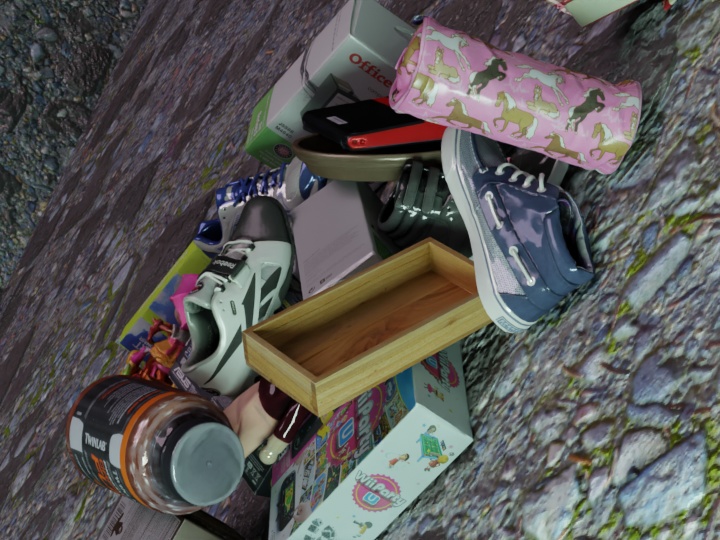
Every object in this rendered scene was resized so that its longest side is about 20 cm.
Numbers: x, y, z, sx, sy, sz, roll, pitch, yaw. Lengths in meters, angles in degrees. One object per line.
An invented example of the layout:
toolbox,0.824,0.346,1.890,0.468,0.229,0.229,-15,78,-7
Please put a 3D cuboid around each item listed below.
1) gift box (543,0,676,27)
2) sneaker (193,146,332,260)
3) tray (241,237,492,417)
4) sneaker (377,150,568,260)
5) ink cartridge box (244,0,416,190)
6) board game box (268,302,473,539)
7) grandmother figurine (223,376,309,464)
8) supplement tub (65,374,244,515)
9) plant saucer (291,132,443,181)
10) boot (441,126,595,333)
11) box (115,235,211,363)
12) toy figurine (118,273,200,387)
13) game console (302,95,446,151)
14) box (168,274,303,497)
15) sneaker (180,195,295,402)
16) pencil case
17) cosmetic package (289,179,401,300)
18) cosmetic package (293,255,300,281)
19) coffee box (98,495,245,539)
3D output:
gift box,0.211,-0.334,1.373,0.199,0.187,0.186,-21,40,36
sneaker,-0.102,-0.064,1.643,0.200,0.088,0.076,-50,18,38
tray,0.014,0.042,1.296,0.199,0.037,0.098,-27,38,-30
sneaker,0.091,-0.066,1.401,0.200,0.099,0.071,-40,24,39
ink cartridge box,-0.008,-0.175,1.733,0.200,0.145,0.084,-44,24,36
board game box,0.005,0.147,1.343,0.200,0.064,0.148,-48,21,23
grandmother figurine,-0.073,0.111,1.426,0.200,0.060,0.122,-41,53,40
supplement tub,-0.178,0.154,1.422,0.199,0.107,0.108,6,65,58
plant saucer,0.034,-0.113,1.530,0.200,0.198,0.030,-139,44,-70
boot,0.129,-0.055,1.288,0.090,0.072,0.201,-36,54,34
box,-0.184,0.056,1.845,0.200,0.122,0.048,-49,13,23
toy figurine,-0.192,0.085,1.761,0.185,0.149,0.200,-60,22,5
game console,0.047,-0.144,1.550,0.200,0.175,0.031,-142,42,-72
box,-0.092,0.095,1.548,0.200,0.049,0.162,45,110,45
sneaker,-0.120,0.017,1.511,0.074,0.088,0.202,-9,66,45
pencil case,0.125,-0.137,1.280,0.083,0.198,0.087,121,164,-61
cosmetic package,0.000,0.000,1.489,0.085,0.108,0.200,-36,25,12
cosmetic package,-0.070,0.025,1.695,0.102,0.071,0.201,-48,22,24
coffee box,-0.159,0.265,1.487,0.080,0.114,0.200,-60,21,-6
